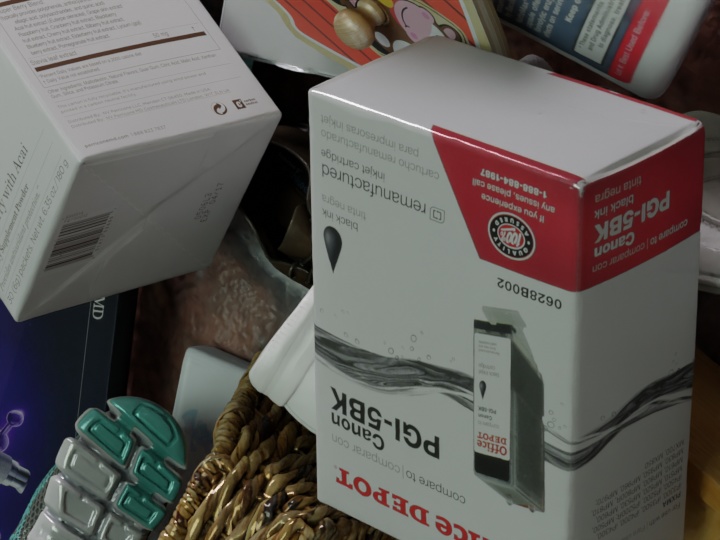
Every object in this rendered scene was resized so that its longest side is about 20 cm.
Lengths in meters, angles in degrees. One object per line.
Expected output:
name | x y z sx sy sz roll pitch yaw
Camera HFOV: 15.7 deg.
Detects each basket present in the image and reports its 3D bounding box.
basket | -0.079 0.157 1.273 0.149 0.143 0.200 41 115 30

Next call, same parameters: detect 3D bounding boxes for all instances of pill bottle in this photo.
pill bottle | 0.068 -0.169 1.136 0.200 0.120 0.120 27 111 5

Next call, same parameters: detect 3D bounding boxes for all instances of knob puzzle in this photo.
knob puzzle | -0.015 -0.132 1.133 0.220 0.220 0.030 28 66 36

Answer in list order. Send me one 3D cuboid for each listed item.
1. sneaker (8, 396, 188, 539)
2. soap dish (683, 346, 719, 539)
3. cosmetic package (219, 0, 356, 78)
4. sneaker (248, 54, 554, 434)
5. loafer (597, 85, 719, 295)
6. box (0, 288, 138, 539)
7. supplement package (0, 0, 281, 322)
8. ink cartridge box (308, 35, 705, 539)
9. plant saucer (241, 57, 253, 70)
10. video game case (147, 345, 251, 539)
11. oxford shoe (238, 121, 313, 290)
sneaker | -0.150 0.150 1.325 0.078 0.091 0.200 36 94 -3
soap dish | 0.133 0.150 1.167 0.157 0.081 0.200 43 118 30
cosmetic package | 0.006 -0.191 1.260 0.107 0.090 0.200 19 106 37
sneaker | 0.041 -0.004 1.205 0.088 0.075 0.200 38 90 -1
loafer | 0.143 -0.034 1.130 0.200 0.070 0.070 28 110 57
box | -0.197 0.061 1.402 0.141 0.079 0.200 7 98 1
supplement package | -0.153 -0.097 1.279 0.200 0.120 0.121 54 139 25
ink cartridge box | 0.057 0.023 1.079 0.147 0.083 0.200 22 124 38
plant saucer | -0.064 -0.104 1.340 0.019 0.070 0.200 10 102 -4
video game case | -0.032 0.154 1.341 0.200 0.024 0.182 21 104 38
oxford shoe | 0.000 0.000 1.272 0.200 0.084 0.073 40 114 30
